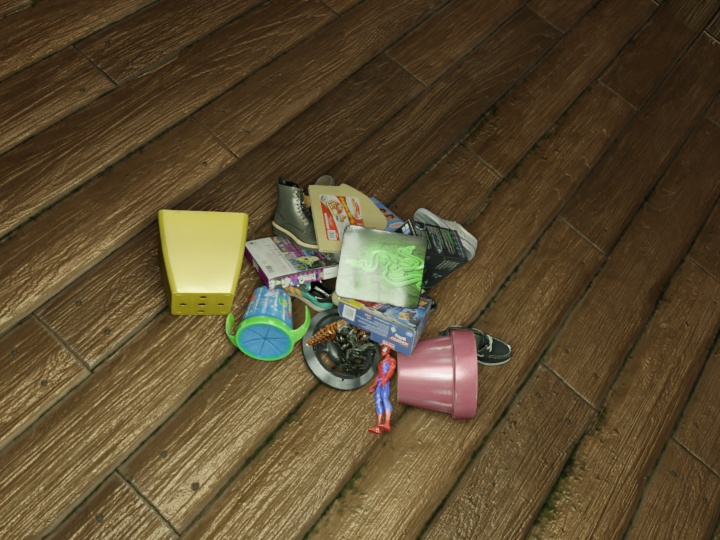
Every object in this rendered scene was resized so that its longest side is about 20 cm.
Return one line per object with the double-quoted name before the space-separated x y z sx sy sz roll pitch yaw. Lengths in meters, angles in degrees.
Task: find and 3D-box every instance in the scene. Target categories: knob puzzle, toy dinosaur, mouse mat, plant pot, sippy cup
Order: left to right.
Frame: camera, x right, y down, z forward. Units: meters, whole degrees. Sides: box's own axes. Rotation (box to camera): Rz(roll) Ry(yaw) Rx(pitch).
"plant pot" -0.359 -0.006 1.557 0.195 0.201 0.181 2 66 -16
"sippy cup" -0.210 0.111 1.571 0.174 0.141 0.132 19 44 -16
"toy dinosaur" -0.030 0.159 1.580 0.196 0.103 0.137 -19 54 -14
"knob puzzle" -0.027 -0.118 1.672 0.214 0.031 0.224 13 57 -20
"mouse mat" 0.048 -0.008 1.549 0.194 0.008 0.166 9 87 -6
"plant pot" 0.171 0.237 1.581 0.174 0.202 0.204 0 58 1

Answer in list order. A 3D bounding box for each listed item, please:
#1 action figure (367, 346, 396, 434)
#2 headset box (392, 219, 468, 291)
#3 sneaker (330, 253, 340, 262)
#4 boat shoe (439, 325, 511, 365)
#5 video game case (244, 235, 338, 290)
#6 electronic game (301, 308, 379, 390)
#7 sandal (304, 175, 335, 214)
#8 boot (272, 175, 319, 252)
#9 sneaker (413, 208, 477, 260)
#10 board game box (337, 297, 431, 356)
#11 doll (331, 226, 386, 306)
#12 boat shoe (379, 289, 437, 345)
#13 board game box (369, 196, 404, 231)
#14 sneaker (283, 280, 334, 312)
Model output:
"action figure" 0.050 0.267 1.589 0.051 0.065 0.204 22 57 -19
"headset box" 0.142 -0.027 1.697 0.197 0.174 0.095 7 55 -42
"sneaker" -0.015 -0.038 1.759 0.199 0.076 0.105 41 43 2
"boat shoe" 0.293 0.185 1.717 0.195 0.061 0.077 8 57 -12
"video game case" -0.168 -0.028 1.657 0.177 0.037 0.200 -12 31 -24
"electronic game" -0.045 0.184 1.623 0.195 0.042 0.204 13 57 -19
"sandal" -0.119 -0.187 1.799 0.080 0.055 0.203 6 51 25
"boot" -0.135 -0.136 1.674 0.196 0.142 0.077 19 29 25
"sneaker" 0.232 -0.106 1.877 0.199 0.073 0.071 39 46 -3
"board game box" 0.076 0.102 1.582 0.196 0.063 0.199 21 22 25
"doll" 0.000 0.000 1.608 0.048 0.136 0.202 38 98 25
"boat shoe" 0.123 0.127 1.692 0.065 0.075 0.199 33 47 17
"board game box" 0.022 -0.121 1.777 0.148 0.037 0.200 -15 36 -26
"sneaker" -0.146 0.027 1.663 0.196 0.080 0.072 25 55 -1
